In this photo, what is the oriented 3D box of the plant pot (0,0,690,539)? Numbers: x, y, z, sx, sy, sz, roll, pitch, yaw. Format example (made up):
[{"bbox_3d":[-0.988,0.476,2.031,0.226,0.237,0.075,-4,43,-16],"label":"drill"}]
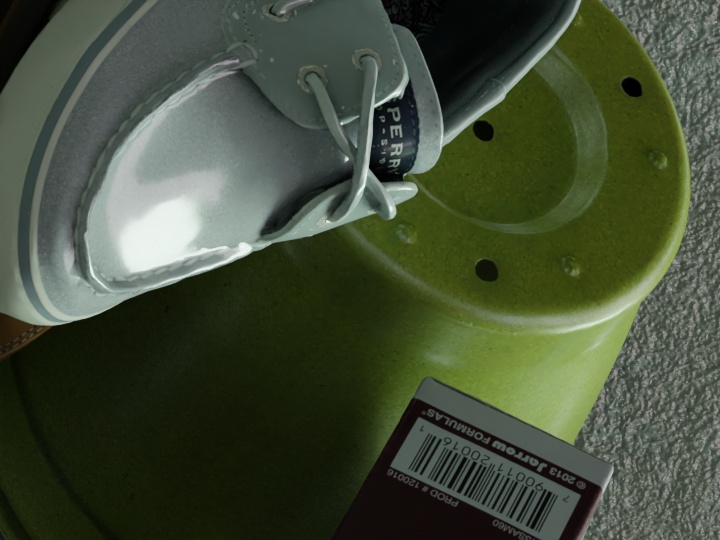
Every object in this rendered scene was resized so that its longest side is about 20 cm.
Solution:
[{"bbox_3d":[0.000,0.000,0.842,0.193,0.200,0.201,-49,-165,52],"label":"plant pot"}]

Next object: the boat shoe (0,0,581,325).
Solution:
[{"bbox_3d":[-0.011,-0.045,0.655,0.201,0.071,0.070,-40,136,-46],"label":"boat shoe"}]

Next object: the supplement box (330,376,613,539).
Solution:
[{"bbox_3d":[-0.006,0.136,0.716,0.200,0.061,0.109,-58,170,-41],"label":"supplement box"}]

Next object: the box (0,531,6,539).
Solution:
[{"bbox_3d":[-0.130,0.062,1.061,0.200,0.051,0.158,118,-6,-65],"label":"box"}]

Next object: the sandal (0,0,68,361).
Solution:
[{"bbox_3d":[-0.084,-0.003,0.682,0.082,0.054,0.201,-76,-177,-74],"label":"sandal"}]
